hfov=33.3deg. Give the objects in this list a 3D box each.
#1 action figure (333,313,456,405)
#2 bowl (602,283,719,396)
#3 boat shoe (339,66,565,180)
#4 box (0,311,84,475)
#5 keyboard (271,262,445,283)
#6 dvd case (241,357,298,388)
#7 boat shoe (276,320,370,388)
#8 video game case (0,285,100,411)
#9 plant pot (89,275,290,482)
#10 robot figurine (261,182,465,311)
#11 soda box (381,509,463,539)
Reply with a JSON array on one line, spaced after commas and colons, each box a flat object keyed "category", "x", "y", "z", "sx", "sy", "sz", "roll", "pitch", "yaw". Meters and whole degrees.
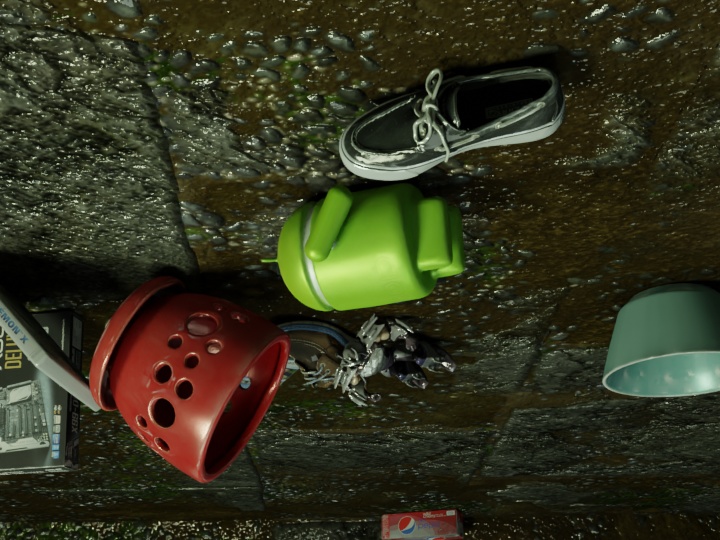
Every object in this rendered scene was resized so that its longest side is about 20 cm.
[{"category": "action figure", "x": 0.040, "y": 0.122, "z": 1.631, "sx": 0.199, "sy": 0.070, "sz": 0.130, "roll": 10, "pitch": 127, "yaw": -52}, {"category": "bowl", "x": 0.403, "y": 0.085, "z": 1.528, "sx": 0.198, "sy": 0.106, "sz": 0.201, "roll": 0, "pitch": 159, "yaw": 0}, {"category": "boat shoe", "x": 0.072, "y": -0.128, "z": 1.009, "sx": 0.196, "sy": 0.075, "sz": 0.068, "roll": -7, "pitch": 163, "yaw": 13}, {"category": "box", "x": -0.440, "y": 0.159, "z": 1.551, "sx": 0.155, "sy": 0.203, "sz": 0.050, "roll": -4, "pitch": 163, "yaw": 9}, {"category": "keyboard", "x": 0.000, "y": 0.000, "z": 1.368, "sx": 0.197, "sy": 0.021, "sz": 0.127, "roll": 2, "pitch": -175, "yaw": -12}, {"category": "dvd case", "x": -0.173, "y": 0.146, "z": 1.780, "sx": 0.141, "sy": 0.018, "sz": 0.200, "roll": 8, "pitch": 158, "yaw": -19}, {"category": "boat shoe", "x": -0.047, "y": 0.121, "z": 1.645, "sx": 0.072, "sy": 0.073, "sz": 0.199, "roll": -19, "pitch": 153, "yaw": 39}, {"category": "video game case", "x": -0.387, "y": 0.072, "z": 1.405, "sx": 0.022, "sy": 0.182, "sz": 0.200, "roll": -43, "pitch": 160, "yaw": -9}, {"category": "plant pot", "x": -0.205, "y": 0.121, "z": 1.424, "sx": 0.181, "sy": 0.202, "sz": 0.201, "roll": 28, "pitch": 164, "yaw": 15}, {"category": "robot figurine", "x": 0.004, "y": -0.022, "z": 1.221, "sx": 0.197, "sy": 0.117, "sz": 0.175, "roll": -9, "pitch": 169, "yaw": 21}, {"category": "soda box", "x": 0.154, "y": 0.637, "z": 2.992, "sx": 0.197, "sy": 0.064, "sz": 0.070, "roll": -7, "pitch": 157, "yaw": 17}]
